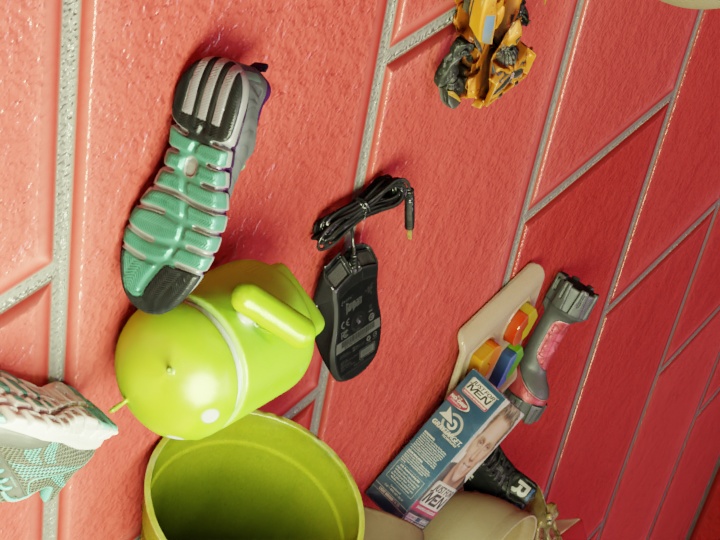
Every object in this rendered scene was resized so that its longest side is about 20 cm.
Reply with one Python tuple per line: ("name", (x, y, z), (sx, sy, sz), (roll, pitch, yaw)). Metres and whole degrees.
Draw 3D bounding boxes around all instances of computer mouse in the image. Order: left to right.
("computer mouse", (0.000, 0.000, 1.584), (0.140, 0.046, 0.202), (-37, 138, -34))

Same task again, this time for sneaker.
("sneaker", (-0.247, 0.127, 1.181), (0.092, 0.077, 0.200), (-55, 156, 1))
("sneaker", (-0.113, -0.061, 1.233), (0.087, 0.074, 0.202), (-17, 133, -65))
("sneaker", (0.187, 0.263, 2.208), (0.073, 0.111, 0.201), (-53, 158, -22))

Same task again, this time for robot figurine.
("robot figurine", (-0.115, 0.062, 1.317), (0.175, 0.116, 0.199), (-38, 174, 37))
("robot figurine", (0.130, -0.239, 1.538), (0.145, 0.058, 0.201), (-39, 150, -38))

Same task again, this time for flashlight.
("flashlight", (0.253, 0.106, 2.205), (0.067, 0.068, 0.201), (16, 112, -32))

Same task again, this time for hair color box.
("hair color box", (0.104, 0.221, 2.005), (0.200, 0.060, 0.100), (-49, 156, 1))

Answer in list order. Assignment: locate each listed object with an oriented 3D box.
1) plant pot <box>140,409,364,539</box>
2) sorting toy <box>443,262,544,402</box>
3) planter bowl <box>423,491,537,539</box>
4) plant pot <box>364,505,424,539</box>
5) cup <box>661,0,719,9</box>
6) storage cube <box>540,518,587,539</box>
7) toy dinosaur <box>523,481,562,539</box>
("plant pot", (-0.120, 0.264, 1.494), (0.200, 0.200, 0.194), (-36, 159, -44))
("sorting toy", (0.167, 0.110, 2.078), (0.185, 0.036, 0.201), (-40, 151, -39))
("planter bowl", (0.123, 0.371, 2.178), (0.200, 0.134, 0.201), (-44, 154, -28))
("plant pot", (-0.003, 0.364, 1.872), (0.200, 0.198, 0.176), (59, 47, -65))
("cup", (0.354, -0.355, 1.736), (0.201, 0.200, 0.143), (-50, -177, -20))
("storage cube", (0.233, 0.479, 2.412), (0.170, 0.198, 0.182), (-22, 101, -55))
("toy dinosaur", (0.243, 0.342, 2.303), (0.058, 0.200, 0.102), (-11, 98, -19))
